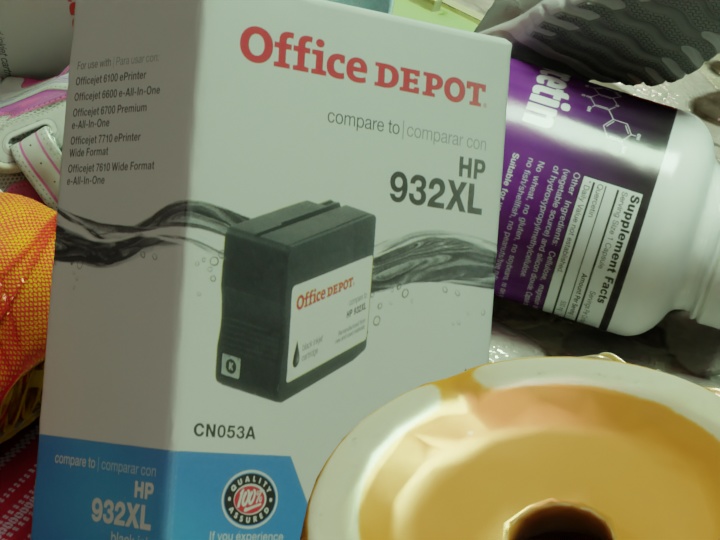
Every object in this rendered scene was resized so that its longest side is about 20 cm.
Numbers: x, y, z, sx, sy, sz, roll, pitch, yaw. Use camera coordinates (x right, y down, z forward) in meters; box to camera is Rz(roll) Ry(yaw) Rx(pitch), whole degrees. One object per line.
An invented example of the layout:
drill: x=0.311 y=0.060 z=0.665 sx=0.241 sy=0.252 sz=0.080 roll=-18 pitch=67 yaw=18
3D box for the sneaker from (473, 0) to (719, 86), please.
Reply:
sneaker: x=0.114 y=-0.136 z=1.032 sx=0.074 sy=0.082 sz=0.200 roll=29 pitch=-21 yaw=-27

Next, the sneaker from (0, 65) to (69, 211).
sneaker: x=-0.117 y=-0.052 z=0.932 sx=0.081 sy=0.199 sz=0.088 roll=50 pitch=37 yaw=-26

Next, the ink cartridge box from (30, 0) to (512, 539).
ink cartridge box: x=-0.029 y=0.008 z=0.748 sx=0.144 sy=0.202 sz=0.083 roll=7 pitch=-4 yaw=-40

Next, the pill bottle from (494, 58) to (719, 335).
pill bottle: x=0.093 y=-0.038 z=1.021 sx=0.199 sy=0.113 sz=0.113 roll=17 pitch=28 yaw=5

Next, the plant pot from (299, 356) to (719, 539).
plant pot: x=0.052 y=0.132 z=0.561 sx=0.199 sy=0.184 sz=0.201 roll=-3 pitch=35 yaw=2

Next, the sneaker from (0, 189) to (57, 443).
sneaker: x=-0.135 y=0.027 z=0.797 sx=0.077 sy=0.073 sz=0.200 roll=22 pitch=31 yaw=-5

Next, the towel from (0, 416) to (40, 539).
towel: x=-0.153 y=0.061 z=0.822 sx=0.199 sy=0.023 sz=0.145 roll=21 pitch=28 yaw=13

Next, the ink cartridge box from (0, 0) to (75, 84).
ink cartridge box: x=-0.190 y=-0.142 z=0.988 sx=0.198 sy=0.145 sz=0.084 roll=6 pitch=48 yaw=9

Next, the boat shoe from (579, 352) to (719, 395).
boat shoe: x=0.097 y=0.071 z=0.870 sx=0.199 sy=0.070 sz=0.074 roll=-10 pitch=36 yaw=-38

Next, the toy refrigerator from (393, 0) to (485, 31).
toy refrigerator: x=0.003 y=-0.132 z=1.199 sx=0.199 sy=0.070 sz=0.076 roll=29 pitch=31 yaw=27

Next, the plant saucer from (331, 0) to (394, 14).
plant saucer: x=-0.069 y=-0.092 z=1.058 sx=0.200 sy=0.039 sz=0.202 roll=-17 pitch=36 yaw=13
